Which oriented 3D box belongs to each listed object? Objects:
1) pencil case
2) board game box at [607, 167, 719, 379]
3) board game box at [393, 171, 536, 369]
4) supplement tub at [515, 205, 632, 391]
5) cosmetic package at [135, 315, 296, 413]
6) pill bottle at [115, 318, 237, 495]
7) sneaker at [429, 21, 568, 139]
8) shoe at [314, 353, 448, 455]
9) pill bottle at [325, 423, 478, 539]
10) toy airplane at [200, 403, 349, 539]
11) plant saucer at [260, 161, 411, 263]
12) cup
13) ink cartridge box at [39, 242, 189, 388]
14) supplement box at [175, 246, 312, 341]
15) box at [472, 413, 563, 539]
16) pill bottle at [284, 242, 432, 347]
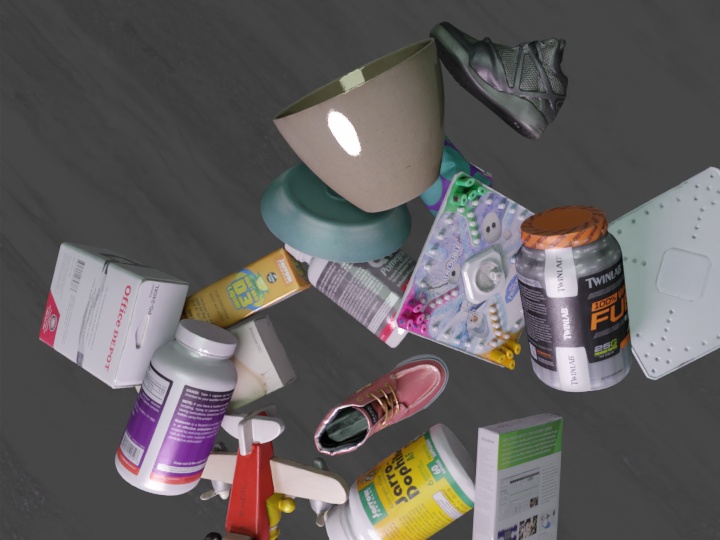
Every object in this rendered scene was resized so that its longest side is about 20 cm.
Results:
[{"bbox_3d":[0.090,-0.158,0.795,0.092,0.085,0.201,-37,84,8],"label":"pencil case"},{"bbox_3d":[0.410,0.005,0.769,0.199,0.026,0.201,-30,86,8],"label":"board game box"},{"bbox_3d":[0.160,0.008,0.753,0.199,0.026,0.202,22,92,-30],"label":"board game box"},{"bbox_3d":[0.256,0.032,0.723,0.121,0.123,0.202,-13,111,9],"label":"supplement tub"},{"bbox_3d":[-0.204,0.154,0.850,0.199,0.073,0.104,-28,86,9],"label":"cosmetic package"},{"bbox_3d":[-0.226,0.169,0.761,0.111,0.112,0.202,23,94,8],"label":"pill bottle"},{"bbox_3d":[0.189,-0.276,0.785,0.199,0.076,0.115,39,94,3],"label":"sneaker"},{"bbox_3d":[0.030,0.182,0.803,0.199,0.091,0.072,-31,86,8],"label":"shoe"},{"bbox_3d":[0.056,0.302,0.790,0.199,0.113,0.113,-37,85,8],"label":"pill bottle"},{"bbox_3d":[-0.130,0.281,0.807,0.199,0.141,0.200,-46,62,10],"label":"toy airplane"},{"bbox_3d":[-0.027,-0.090,0.766,0.198,0.201,0.036,21,132,8],"label":"plant saucer"},{"bbox_3d":[0.020,-0.154,0.690,0.199,0.201,0.144,-24,111,8],"label":"cup"},{"bbox_3d":[-0.343,0.057,0.828,0.199,0.083,0.147,18,93,34],"label":"ink cartridge box"},{"bbox_3d":[-0.172,0.038,0.847,0.199,0.069,0.067,-28,87,7],"label":"supplement box"},{"bbox_3d":[0.201,0.291,0.760,0.036,0.143,0.203,6,93,50],"label":"box"},{"bbox_3d":[0.000,0.000,0.797,0.199,0.111,0.111,38,96,7],"label":"pill bottle"}]
